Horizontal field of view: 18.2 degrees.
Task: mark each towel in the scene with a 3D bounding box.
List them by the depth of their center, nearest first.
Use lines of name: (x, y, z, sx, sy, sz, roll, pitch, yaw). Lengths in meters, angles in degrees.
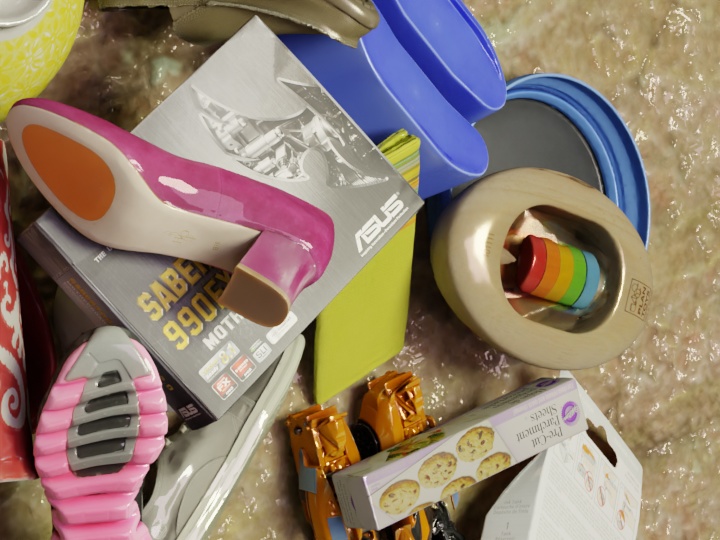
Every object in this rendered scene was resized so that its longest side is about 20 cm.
towel: (0.000, 0.000, 1.513, 0.086, 0.018, 0.201, -31, 143, -30)

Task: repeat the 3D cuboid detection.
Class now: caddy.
caddy: (0.010, -0.133, 1.535, 0.200, 0.104, 0.142, 49, 41, -32)

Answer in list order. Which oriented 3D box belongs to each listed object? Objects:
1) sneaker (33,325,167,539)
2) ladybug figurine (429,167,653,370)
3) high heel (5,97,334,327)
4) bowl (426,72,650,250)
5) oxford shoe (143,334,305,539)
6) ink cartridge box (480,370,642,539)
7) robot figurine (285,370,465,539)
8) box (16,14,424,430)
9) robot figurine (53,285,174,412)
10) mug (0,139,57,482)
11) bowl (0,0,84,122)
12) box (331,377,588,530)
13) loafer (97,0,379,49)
sneaker: (-0.157, 0.110, 1.338, 0.078, 0.096, 0.201, 1, 122, -10)
ladybug figurine: (0.124, 0.000, 1.590, 0.199, 0.072, 0.137, 22, 78, -35)
high heel: (-0.106, -0.051, 1.297, 0.199, 0.068, 0.096, 30, 38, 0)
bowl: (0.131, -0.043, 1.664, 0.199, 0.039, 0.203, 0, 89, -37)
oxford shoe: (-0.097, 0.115, 1.479, 0.057, 0.075, 0.201, 30, 66, 5)
ink cartridge box: (0.147, 0.195, 1.660, 0.160, 0.047, 0.201, 49, 44, -44)
robot figurine: (0.018, 0.180, 1.565, 0.144, 0.058, 0.202, -22, 102, -34)
box: (-0.081, -0.030, 1.352, 0.159, 0.048, 0.200, 48, 64, -7)
robot figurine: (-0.108, -0.006, 1.429, 0.150, 0.125, 0.201, 36, 67, -6)
mug: (-0.258, 0.026, 1.339, 0.132, 0.178, 0.202, -3, 87, 1)
bowl: (-0.237, -0.181, 1.344, 0.199, 0.107, 0.202, 0, 89, -38)
box: (0.070, 0.124, 1.545, 0.199, 0.039, 0.042, -21, 100, -35)
loafer: (-0.083, -0.172, 1.435, 0.076, 0.199, 0.068, -7, 115, -71)
